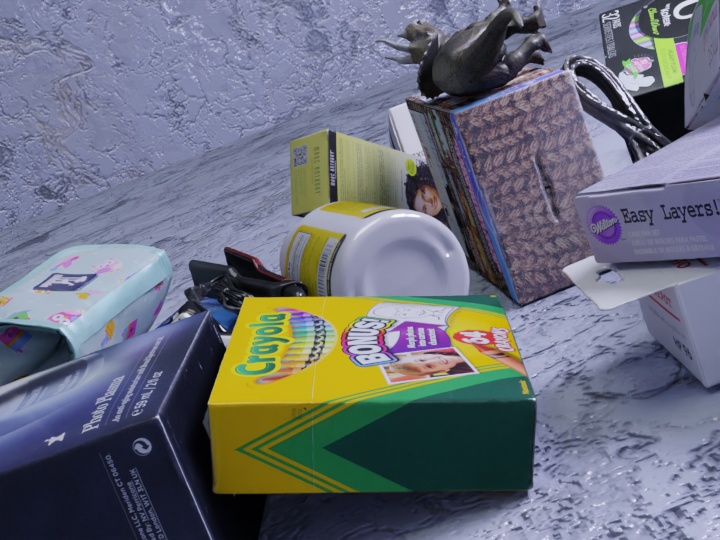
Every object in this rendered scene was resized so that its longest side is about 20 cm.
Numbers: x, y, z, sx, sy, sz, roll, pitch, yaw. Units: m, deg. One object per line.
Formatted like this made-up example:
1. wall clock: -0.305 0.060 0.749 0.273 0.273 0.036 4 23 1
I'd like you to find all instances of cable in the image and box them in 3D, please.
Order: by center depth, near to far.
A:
1. cable: 0.232 -0.099 0.972 0.097 0.200 0.050 -14 -24 -20

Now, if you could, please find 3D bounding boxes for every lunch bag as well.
1. lunch bag: -0.261 0.063 1.062 0.200 0.122 0.170 -37 4 31

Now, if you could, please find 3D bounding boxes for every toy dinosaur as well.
1. toy dinosaur: 0.091 -0.163 0.966 0.102 0.077 0.200 -32 19 -2

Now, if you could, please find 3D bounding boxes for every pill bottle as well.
1. pill bottle: 0.000 0.000 1.021 0.111 0.112 0.200 -25 14 -16

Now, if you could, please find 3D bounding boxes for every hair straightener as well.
1. hair straightener: -0.101 0.023 1.020 0.077 0.041 0.200 -21 22 -22

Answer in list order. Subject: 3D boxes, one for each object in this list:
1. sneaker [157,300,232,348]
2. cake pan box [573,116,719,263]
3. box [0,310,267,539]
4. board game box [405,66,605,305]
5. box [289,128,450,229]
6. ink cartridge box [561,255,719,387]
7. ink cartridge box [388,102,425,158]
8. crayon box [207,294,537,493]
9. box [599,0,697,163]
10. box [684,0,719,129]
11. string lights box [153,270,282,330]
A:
1. sneaker: -0.139 0.067 0.925 0.199 0.088 0.076 -6 1 0
2. cake pan box: 0.251 -0.062 0.724 0.184 0.052 0.200 -26 13 -36
3. box: -0.170 0.132 0.739 0.198 0.124 0.200 -21 12 5
4. board game box: 0.125 -0.080 1.046 0.097 0.160 0.200 -22 14 -4
5. box: 0.019 -0.075 1.185 0.050 0.076 0.200 -11 -12 40
6. ink cartridge box: 0.233 0.005 0.744 0.199 0.068 0.116 -20 12 2
7. ink cartridge box: 0.110 -0.146 1.379 0.144 0.084 0.200 -20 -4 0
8. crayon box: 0.007 0.067 0.750 0.172 0.058 0.200 0 15 0
9. box: 0.322 -0.168 1.076 0.199 0.124 0.149 -15 39 18
10. box: 0.323 -0.154 0.865 0.176 0.097 0.200 3 -4 9
11. string lights box: -0.128 0.066 1.066 0.103 0.059 0.200 -14 15 25
